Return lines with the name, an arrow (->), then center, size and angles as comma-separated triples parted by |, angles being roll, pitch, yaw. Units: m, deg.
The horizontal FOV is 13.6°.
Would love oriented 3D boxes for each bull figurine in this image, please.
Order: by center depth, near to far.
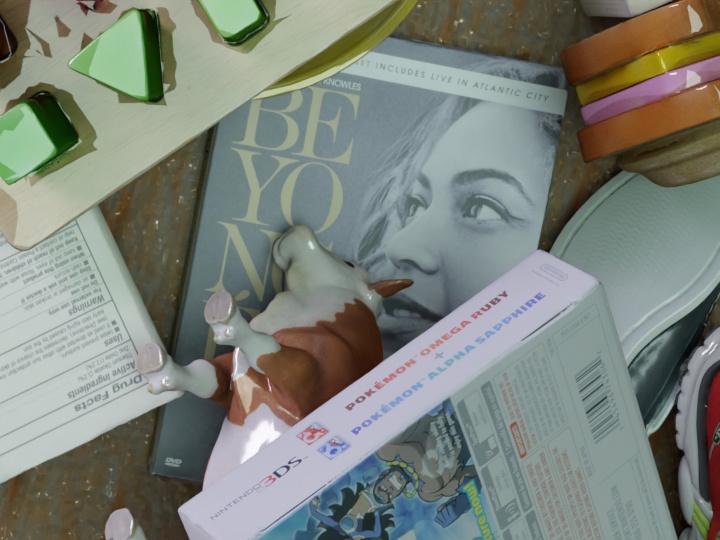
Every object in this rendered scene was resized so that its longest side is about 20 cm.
bull figurine -> -0.036, 0.071, 1.201 | 0.121, 0.065, 0.201 | 20, 69, -47

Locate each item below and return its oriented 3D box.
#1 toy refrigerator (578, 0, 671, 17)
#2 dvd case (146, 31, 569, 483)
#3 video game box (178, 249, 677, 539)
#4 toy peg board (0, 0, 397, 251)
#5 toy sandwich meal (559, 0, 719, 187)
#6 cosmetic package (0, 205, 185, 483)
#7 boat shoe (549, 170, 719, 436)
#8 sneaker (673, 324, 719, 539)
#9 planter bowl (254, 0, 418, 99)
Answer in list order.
toy refrigerator -> 0.091, -0.208, 1.247 | 0.070, 0.076, 0.201 | -24, 100, -8
dvd case -> 0.000, 0.000, 1.279 | 0.148, 0.016, 0.201 | 10, 93, -12
video game box -> 0.038, 0.122, 1.178 | 0.182, 0.047, 0.201 | -36, 128, -23
toy peg board -> -0.103, -0.141, 1.115 | 0.199, 0.098, 0.200 | -34, 94, 1
toy sandwich meal -> 0.174, -0.095, 1.219 | 0.204, 0.205, 0.071 | -25, 95, -8
cosmetic package -> -0.160, -0.021, 1.216 | 0.103, 0.073, 0.201 | -25, 100, -9
boat shoe -> 0.104, 0.033, 1.280 | 0.200, 0.075, 0.060 | -50, 146, -15
sneaker -> 0.179, 0.118, 1.271 | 0.077, 0.085, 0.201 | -24, 121, -25
planter bowl -> -0.052, -0.170, 1.209 | 0.199, 0.083, 0.202 | 0, 91, -6
